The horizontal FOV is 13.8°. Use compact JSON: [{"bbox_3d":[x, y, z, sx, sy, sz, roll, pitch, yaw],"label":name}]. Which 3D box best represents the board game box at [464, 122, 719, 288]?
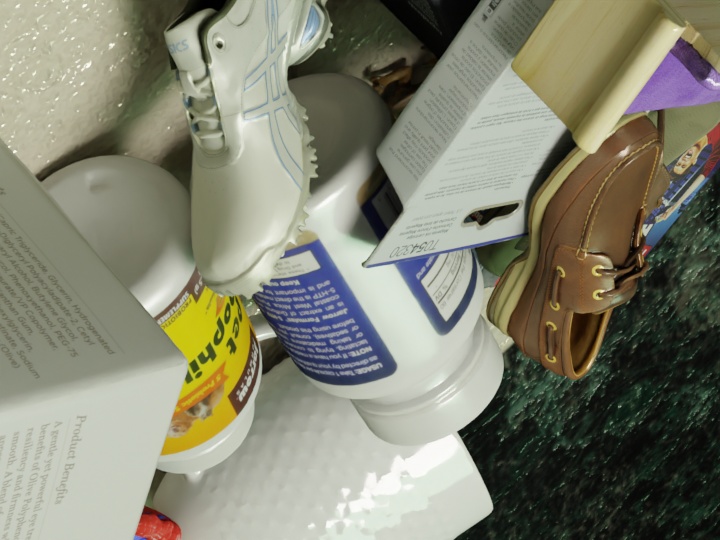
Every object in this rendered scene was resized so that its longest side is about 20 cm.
[{"bbox_3d":[0.134,-0.069,1.831,0.200,0.062,0.200,-50,148,13],"label":"board game box"}]

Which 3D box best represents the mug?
[{"bbox_3d":[-0.041,0.113,1.788,0.175,0.148,0.201,-32,123,-6],"label":"mug"}]

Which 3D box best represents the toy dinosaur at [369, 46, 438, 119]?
[{"bbox_3d":[0.069,-0.107,1.709,0.199,0.061,0.106,-12,145,-3],"label":"toy dinosaur"}]

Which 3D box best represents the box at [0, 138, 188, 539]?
[{"bbox_3d":[-0.221,0.073,1.464,0.171,0.200,0.200,-13,137,-37],"label":"box"}]

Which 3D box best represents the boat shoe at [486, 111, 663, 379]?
[{"bbox_3d":[0.132,-0.013,1.647,0.072,0.068,0.200,-29,156,-32],"label":"boat shoe"}]

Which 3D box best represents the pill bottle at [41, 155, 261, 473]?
[{"bbox_3d":[-0.118,0.032,1.618,0.109,0.109,0.200,-37,148,-10],"label":"pill bottle"}]

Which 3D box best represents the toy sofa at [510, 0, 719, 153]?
[{"bbox_3d":[0.176,-0.105,1.500,0.200,0.098,0.083,-10,143,-55],"label":"toy sofa"}]

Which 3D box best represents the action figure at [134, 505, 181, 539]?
[{"bbox_3d":[-0.157,0.127,1.698,0.052,0.065,0.200,-62,140,-19],"label":"action figure"}]

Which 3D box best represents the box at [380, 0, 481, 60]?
[{"bbox_3d":[0.065,-0.208,1.543,0.148,0.104,0.200,-39,149,-7],"label":"box"}]

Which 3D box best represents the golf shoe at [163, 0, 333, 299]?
[{"bbox_3d":[-0.071,-0.089,1.506,0.097,0.078,0.201,20,71,-44],"label":"golf shoe"}]

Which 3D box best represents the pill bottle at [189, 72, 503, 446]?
[{"bbox_3d":[0.000,0.000,1.648,0.120,0.120,0.200,-38,127,-9],"label":"pill bottle"}]

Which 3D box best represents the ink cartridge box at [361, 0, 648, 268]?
[{"bbox_3d":[0.098,-0.095,1.577,0.196,0.043,0.200,-12,146,-53],"label":"ink cartridge box"}]

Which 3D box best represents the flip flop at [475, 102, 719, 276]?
[{"bbox_3d":[0.142,-0.049,1.715,0.081,0.058,0.200,17,134,-39],"label":"flip flop"}]
